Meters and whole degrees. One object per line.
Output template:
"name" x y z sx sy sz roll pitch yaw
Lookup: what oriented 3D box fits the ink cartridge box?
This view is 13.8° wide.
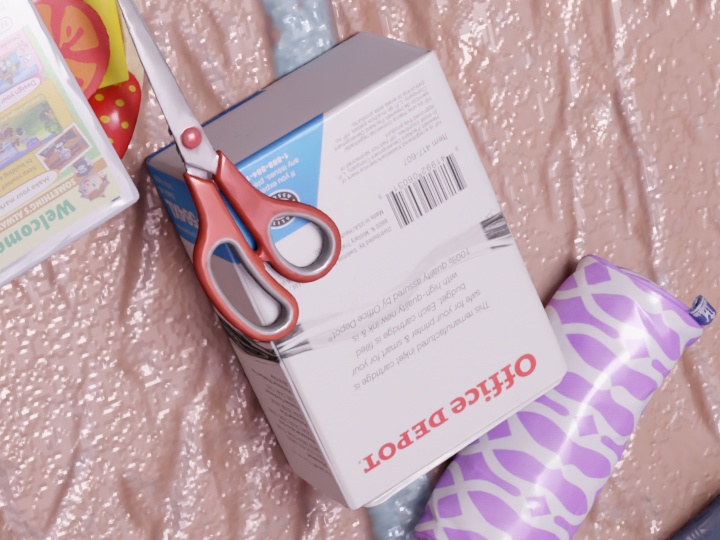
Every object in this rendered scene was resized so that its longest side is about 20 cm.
"ink cartridge box" 0.000 0.000 1.548 0.146 0.084 0.200 -31 114 -18

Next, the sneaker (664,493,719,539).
"sneaker" 0.269 0.200 1.725 0.146 0.081 0.200 -33 110 2

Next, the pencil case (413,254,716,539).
"pencil case" 0.110 0.087 1.634 0.200 0.084 0.085 -56 143 -5

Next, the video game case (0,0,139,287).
"video game case" -0.229 -0.059 1.394 0.200 0.022 0.182 -33 110 -14

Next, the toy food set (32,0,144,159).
"toy food set" -0.194 -0.100 1.443 0.200 0.049 0.198 -18 109 -23

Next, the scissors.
"scissors" -0.082 -0.050 1.442 0.073 0.014 0.200 -44 117 -8
